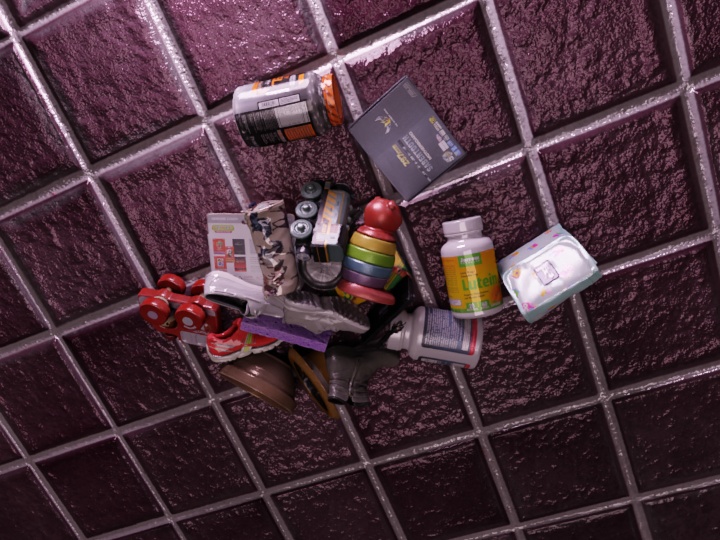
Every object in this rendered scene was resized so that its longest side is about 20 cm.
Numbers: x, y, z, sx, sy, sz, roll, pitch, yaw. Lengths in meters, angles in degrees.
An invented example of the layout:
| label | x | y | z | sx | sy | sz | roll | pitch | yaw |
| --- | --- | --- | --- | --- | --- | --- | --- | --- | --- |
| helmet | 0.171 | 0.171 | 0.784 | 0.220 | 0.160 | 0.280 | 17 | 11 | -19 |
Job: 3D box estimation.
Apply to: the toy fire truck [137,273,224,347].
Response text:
| label | x | y | z | sx | sy | sz | roll | pitch | yaw |
| --- | --- | --- | --- | --- | --- | --- | --- | --- | --- |
| toy fire truck | -0.418 | 0.111 | 1.219 | 0.198 | 0.113 | 0.169 | 9 | 128 | 3 |

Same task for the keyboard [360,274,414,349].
| label | x | y | z | sx | sy | sz | roll | pitch | yaw |
| --- | --- | --- | --- | --- | --- | --- | --- | --- | --- |
| keyboard | 0.057 | 0.107 | 1.125 | 0.020 | 0.128 | 0.200 | 22 | 135 | -20 |

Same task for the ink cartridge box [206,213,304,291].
| label | x | y | z | sx | sy | sz | roll | pitch | yaw |
| --- | --- | --- | --- | --- | --- | --- | --- | --- | --- |
| ink cartridge box | -0.226 | -0.048 | 1.149 | 0.198 | 0.084 | 0.177 | 2 | 109 | 5 |

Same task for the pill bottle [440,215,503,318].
| label | x | y | z | sx | sy | sz | roll | pitch | yaw |
| --- | --- | --- | --- | --- | --- | --- | --- | --- | --- |
| pill bottle | 0.231 | -0.008 | 1.095 | 0.110 | 0.111 | 0.202 | -11 | 96 | 9 |

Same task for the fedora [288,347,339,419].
| label | x | y | z | sx | sy | sz | roll | pitch | yaw |
| --- | --- | --- | --- | --- | --- | --- | --- | --- | --- |
| fedora | -0.089 | 0.249 | 1.218 | 0.082 | 0.200 | 0.202 | -34 | 105 | -20 |

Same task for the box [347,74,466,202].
| label | x | y | z | sx | sy | sz | roll | pitch | yaw |
| --- | --- | --- | --- | --- | --- | --- | --- | --- | --- |
| box | 0.095 | -0.266 | 1.061 | 0.157 | 0.051 | 0.200 | -37 | 102 | 17 |

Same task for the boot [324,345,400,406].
| label | x | y | z | sx | sy | sz | roll | pitch | yaw |
| --- | --- | --- | --- | --- | --- | --- | --- | --- | --- |
| boot | 0.007 | 0.245 | 1.172 | 0.198 | 0.132 | 0.068 | 7 | 148 | -29 |

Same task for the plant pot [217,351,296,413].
| label | x | y | z | sx | sy | sz | roll | pitch | yaw |
| --- | --- | --- | --- | --- | --- | --- | --- | --- | --- |
| plant pot | -0.227 | 0.249 | 1.224 | 0.200 | 0.201 | 0.093 | 29 | 69 | -4 |

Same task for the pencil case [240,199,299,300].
| label | x | y | z | sx | sy | sz | roll | pitch | yaw |
| --- | --- | --- | --- | --- | --- | --- | --- | --- | --- |
| pencil case | -0.181 | -0.040 | 1.061 | 0.089 | 0.078 | 0.202 | -13 | 108 | -10 |

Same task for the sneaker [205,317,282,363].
| label | x | y | z | sx | sy | sz | roll | pitch | yaw |
| --- | --- | --- | --- | --- | --- | --- | --- | --- | --- |
| sneaker | -0.255 | 0.146 | 1.192 | 0.198 | 0.077 | 0.086 | -18 | 109 | -19 |

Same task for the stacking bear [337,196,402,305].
| label | x | y | z | sx | sy | sz | roll | pitch | yaw |
| --- | --- | --- | --- | --- | --- | --- | --- | --- | --- |
| stacking bear | 0.029 | -0.048 | 1.060 | 0.113 | 0.121 | 0.202 | 11 | 99 | -26 |

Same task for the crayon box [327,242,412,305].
| label | x | y | z | sx | sy | sz | roll | pitch | yaw |
| --- | --- | --- | --- | --- | --- | --- | --- | --- | --- |
| crayon box | 0.000 | 0.000 | 1.161 | 0.199 | 0.051 | 0.128 | -27 | 105 | 14 |

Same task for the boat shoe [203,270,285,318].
| label | x | y | z | sx | sy | sz | roll | pitch | yaw |
| --- | --- | --- | --- | --- | --- | --- | --- | --- | --- |
| boat shoe | -0.239 | 0.067 | 1.109 | 0.199 | 0.069 | 0.072 | 30 | 133 | -28 |

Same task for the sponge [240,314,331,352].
| label | x | y | z | sx | sy | sz | roll | pitch | yaw |
| --- | --- | --- | --- | --- | --- | --- | --- | --- | --- |
| sponge | -0.160 | 0.117 | 1.183 | 0.198 | 0.112 | 0.030 | 16 | 124 | 0 |

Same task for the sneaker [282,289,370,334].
| label | x | y | z | sx | sy | sz | roll | pitch | yaw |
| --- | --- | --- | --- | --- | --- | --- | --- | --- | --- |
| sneaker | -0.077 | 0.103 | 1.138 | 0.198 | 0.075 | 0.082 | 17 | 120 | -9 |

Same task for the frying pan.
| label | x | y | z | sx | sy | sz | roll | pitch | yaw |
| --- | --- | --- | --- | --- | --- | --- | --- | --- | --- |
| frying pan | -0.046 | -0.036 | 1.106 | 0.189 | 0.031 | 0.115 | -34 | 95 | -2 |

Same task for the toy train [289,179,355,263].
| label | x | y | z | sx | sy | sz | roll | pitch | yaw |
| --- | --- | --- | --- | --- | --- | --- | --- | --- | --- |
| toy train | -0.075 | -0.103 | 1.069 | 0.113 | 0.201 | 0.086 | 6 | 146 | 6 |

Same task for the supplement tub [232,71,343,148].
| label | x | y | z | sx | sy | sz | roll | pitch | yaw |
| --- | --- | --- | --- | --- | --- | --- | --- | --- | --- |
| supplement tub | -0.140 | -0.319 | 1.028 | 0.198 | 0.123 | 0.124 | -9 | 108 | 8 |

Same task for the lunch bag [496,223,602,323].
| label | x | y | z | sx | sy | sz | roll | pitch | yaw |
| --- | --- | --- | --- | --- | --- | --- | --- | --- | --- |
| lunch bag | 0.378 | 0.009 | 1.047 | 0.170 | 0.200 | 0.122 | -34 | 103 | 16 |

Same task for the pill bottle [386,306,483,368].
| label | x | y | z | sx | sy | sz | roll | pitch | yaw |
| --- | --- | --- | --- | --- | --- | --- | --- | --- | --- |
| pill bottle | 0.163 | 0.144 | 1.157 | 0.198 | 0.120 | 0.121 | 9 | 110 | 2 |
